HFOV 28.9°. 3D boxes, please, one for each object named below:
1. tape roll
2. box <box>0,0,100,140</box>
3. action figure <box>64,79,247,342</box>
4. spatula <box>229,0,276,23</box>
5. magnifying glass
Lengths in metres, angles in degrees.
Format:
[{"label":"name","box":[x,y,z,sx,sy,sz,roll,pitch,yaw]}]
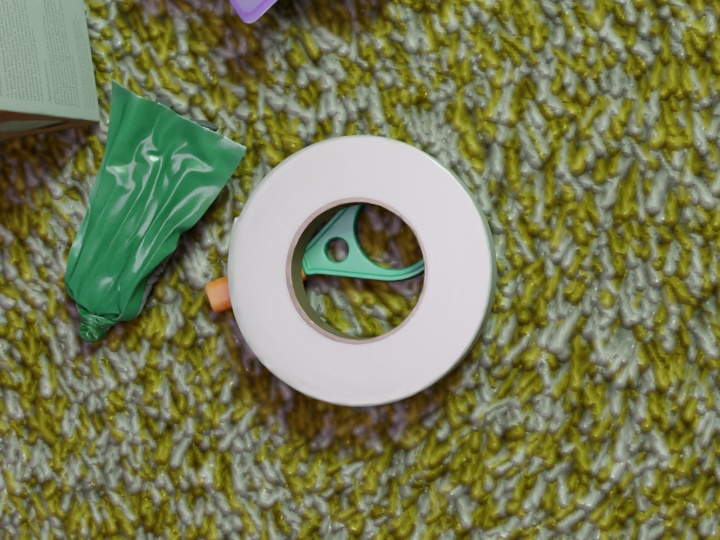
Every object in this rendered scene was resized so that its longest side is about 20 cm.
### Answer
[{"label":"tape roll","box":[0.000,0.000,1.035,0.202,0.037,0.204,0,90,11]},{"label":"box","box":[-0.309,-0.154,1.044,0.152,0.200,0.107,-8,91,14]},{"label":"action figure","box":[-0.177,-0.033,1.088,0.118,0.055,0.201,29,102,11]},{"label":"spatula","box":[-0.119,-0.271,1.035,0.056,0.021,0.200,-40,79,12]},{"label":"magnifying glass","box":[-0.025,-0.013,1.068,0.199,0.022,0.080,-21,85,13]}]
